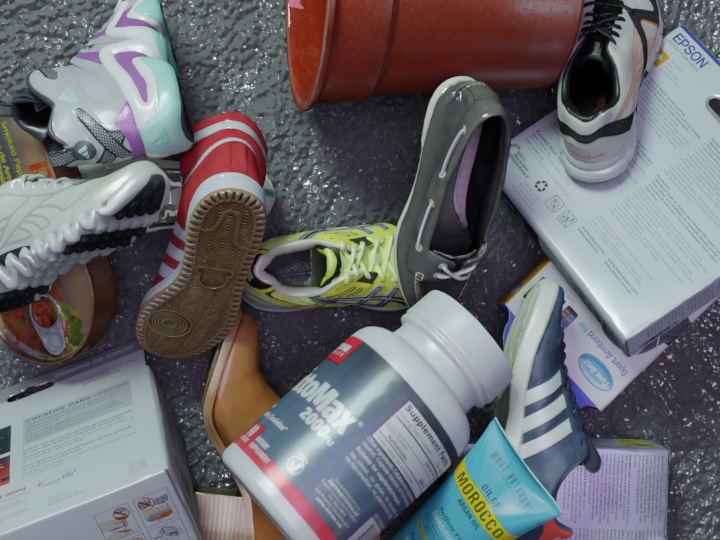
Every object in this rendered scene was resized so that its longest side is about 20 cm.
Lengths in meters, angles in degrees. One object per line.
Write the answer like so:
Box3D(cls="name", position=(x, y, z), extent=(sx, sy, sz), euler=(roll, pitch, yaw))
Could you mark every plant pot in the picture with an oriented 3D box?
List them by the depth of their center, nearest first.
Box3D(cls="plant pot", position=(0.054, -0.217, 0.931), extent=(0.193, 0.201, 0.203), euler=(1, 91, -12))

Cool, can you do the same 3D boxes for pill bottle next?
Box3D(cls="pill bottle", position=(0.009, 0.112, 0.904), extent=(0.200, 0.120, 0.120), euler=(-41, 94, -12))

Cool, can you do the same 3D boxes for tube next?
Box3D(cls="tube", position=(0.075, 0.185, 0.912), extent=(0.050, 0.200, 0.078), euler=(-28, 73, -40))

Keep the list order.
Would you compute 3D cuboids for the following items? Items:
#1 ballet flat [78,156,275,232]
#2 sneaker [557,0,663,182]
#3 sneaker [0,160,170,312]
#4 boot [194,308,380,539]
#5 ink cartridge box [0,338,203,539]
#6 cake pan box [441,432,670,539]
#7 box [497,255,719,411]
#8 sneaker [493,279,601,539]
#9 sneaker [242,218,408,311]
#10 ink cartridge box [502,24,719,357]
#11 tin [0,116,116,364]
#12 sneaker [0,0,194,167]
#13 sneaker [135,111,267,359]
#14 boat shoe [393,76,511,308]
Box3D(cls="ballet flat", position=(-0.166, -0.058, 0.971), extent=(0.198, 0.069, 0.070), euler=(-4, 91, -4))
Box3D(cls="sneaker", position=(0.193, -0.172, 0.961), extent=(0.073, 0.080, 0.202), euler=(1, 64, 18))
Box3D(cls="sneaker", position=(-0.219, -0.037, 0.879), extent=(0.199, 0.075, 0.082), euler=(-26, 80, 29))
Box3D(cls="boot", position=(-0.050, 0.133, 0.978), extent=(0.154, 0.077, 0.202), euler=(5, 89, -6))
Box3D(cls="ink cartridge box", position=(-0.234, 0.160, 0.946), extent=(0.198, 0.176, 0.084), euler=(-20, 123, -3))
Box3D(cls="cake pan box", position=(0.155, 0.236, 1.009), extent=(0.182, 0.052, 0.202), euler=(1, 91, -2))
Box3D(cls="box", position=(0.207, 0.018, 1.014), extent=(0.200, 0.041, 0.119), euler=(-43, 93, -1))
Box3D(cls="sneaker", position=(0.147, 0.111, 0.955), extent=(0.084, 0.075, 0.202), euler=(11, 90, -1))
Box3D(cls="sneaker", position=(0.000, 0.000, 0.979), extent=(0.198, 0.076, 0.076), euler=(-11, 90, -7))
Box3D(cls="ink cartridge box", position=(0.229, -0.066, 0.967), extent=(0.199, 0.043, 0.197), euler=(-33, 61, -2))
Box3D(cls="tin", position=(-0.252, -0.029, 0.954), extent=(0.111, 0.042, 0.202), euler=(-16, 93, 33))
Box3D(cls="sneaker", position=(-0.203, -0.140, 0.909), extent=(0.139, 0.201, 0.078), euler=(-15, 125, -5))
Box3D(cls="sneaker", position=(-0.117, -0.028, 0.926), extent=(0.071, 0.201, 0.113), euler=(14, 46, -19))
Box3D(cls="boat shoe", position=(0.069, -0.041, 0.918), extent=(0.066, 0.057, 0.202), euler=(-9, 123, -26))
